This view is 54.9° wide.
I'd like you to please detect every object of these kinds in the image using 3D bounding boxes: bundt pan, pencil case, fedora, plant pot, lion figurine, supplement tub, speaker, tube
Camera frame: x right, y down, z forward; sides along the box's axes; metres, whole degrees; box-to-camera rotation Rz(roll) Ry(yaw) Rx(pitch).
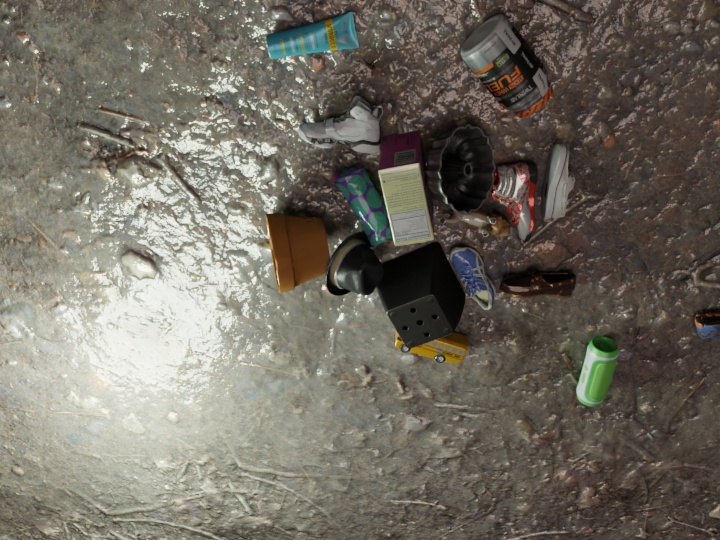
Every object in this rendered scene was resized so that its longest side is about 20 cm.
[{"bbox_3d":[0.223,-0.235,1.609,0.075,0.202,0.203,11,138,49],"label":"bundt pan"},{"bbox_3d":[0.015,-0.157,1.702,0.092,0.085,0.201,-2,123,59],"label":"pencil case"},{"bbox_3d":[0.000,0.000,1.757,0.091,0.200,0.203,32,128,26],"label":"fedora"},{"bbox_3d":[0.154,0.082,1.813,0.198,0.178,0.201,-21,119,18],"label":"plant pot"},{"bbox_3d":[0.281,-0.129,1.722,0.198,0.122,0.073,26,107,7],"label":"lion figurine"},{"bbox_3d":[0.318,-0.434,1.491,0.122,0.123,0.200,-37,114,25],"label":"supplement tub"},{"bbox_3d":[-0.155,-0.053,1.749,0.138,0.201,0.202,-10,124,-8],"label":"plant pot"},{"bbox_3d":[0.669,0.286,1.963,0.087,0.089,0.202,3,124,2],"label":"speaker"},{"bbox_3d":[-0.106,-0.510,1.524,0.197,0.051,0.078,-10,130,5],"label":"tube"}]

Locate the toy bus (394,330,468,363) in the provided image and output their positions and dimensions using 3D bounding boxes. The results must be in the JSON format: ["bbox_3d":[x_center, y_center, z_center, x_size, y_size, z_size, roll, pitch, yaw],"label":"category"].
[{"bbox_3d":[0.197,0.201,1.953,0.197,0.065,0.079,17,123,-7],"label":"toy bus"}]

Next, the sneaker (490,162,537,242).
[{"bbox_3d":[0.369,-0.165,1.695,0.106,0.067,0.204,-3,118,0],"label":"sneaker"}]

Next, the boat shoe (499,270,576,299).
[{"bbox_3d":[0.465,0.030,1.819,0.197,0.071,0.071,0,131,-6],"label":"boat shoe"}]

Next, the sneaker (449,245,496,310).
[{"bbox_3d":[0.301,0.019,1.819,0.075,0.077,0.200,-29,115,23],"label":"sneaker"}]

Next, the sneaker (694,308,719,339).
[{"bbox_3d":[1.000,0.145,1.860,0.197,0.076,0.079,-2,133,15],"label":"sneaker"}]

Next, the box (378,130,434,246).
[{"bbox_3d":[0.111,-0.194,1.633,0.095,0.177,0.202,-8,122,10],"label":"box"}]

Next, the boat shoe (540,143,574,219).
[{"bbox_3d":[0.480,-0.210,1.659,0.065,0.072,0.202,0,124,-1],"label":"boat shoe"}]

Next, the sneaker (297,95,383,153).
[{"bbox_3d":[-0.042,-0.345,1.609,0.197,0.076,0.116,8,123,-7],"label":"sneaker"}]
